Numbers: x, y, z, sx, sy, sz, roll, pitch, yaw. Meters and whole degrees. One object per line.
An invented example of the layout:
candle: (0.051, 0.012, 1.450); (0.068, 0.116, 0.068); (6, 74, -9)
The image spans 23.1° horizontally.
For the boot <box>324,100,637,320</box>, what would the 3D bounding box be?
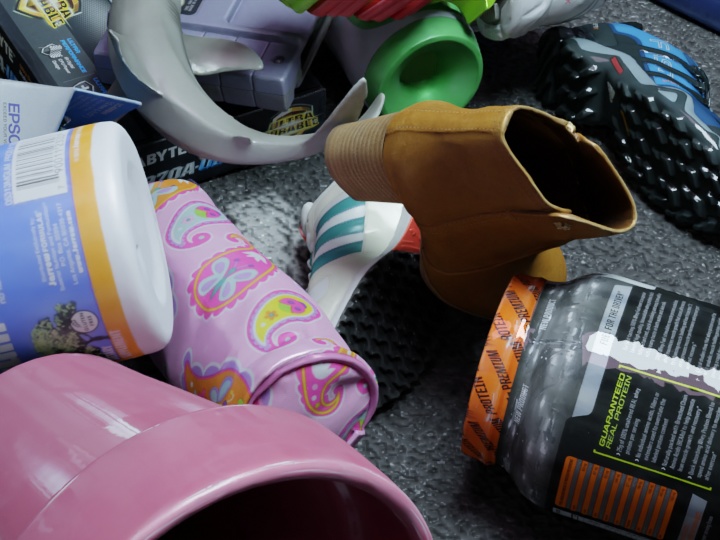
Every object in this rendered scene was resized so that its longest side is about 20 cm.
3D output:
boot: (0.087, -0.023, 0.906); (0.143, 0.201, 0.071); (4, 67, 47)

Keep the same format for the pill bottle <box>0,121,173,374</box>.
pill bottle: (-0.196, 0.005, 0.830); (0.198, 0.113, 0.113); (-13, 44, 2)

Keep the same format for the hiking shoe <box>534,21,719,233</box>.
hiking shoe: (0.196, -0.102, 1.102); (0.086, 0.075, 0.200); (-20, 49, -25)

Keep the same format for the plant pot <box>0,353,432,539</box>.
plant pot: (-0.096, 0.130, 0.748); (0.199, 0.202, 0.179); (-24, 35, -29)

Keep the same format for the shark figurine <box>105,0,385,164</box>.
shark figurine: (-0.094, -0.103, 0.957); (0.214, 0.090, 0.128); (38, 85, 32)

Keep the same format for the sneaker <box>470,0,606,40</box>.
sneaker: (0.107, -0.191, 1.159); (0.098, 0.079, 0.200); (-6, 20, -14)

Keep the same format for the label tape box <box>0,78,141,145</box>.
label tape box: (-0.234, -0.056, 0.936); (0.198, 0.143, 0.067); (6, 77, -33)

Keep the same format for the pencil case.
pencil case: (-0.069, 0.028, 0.900); (0.087, 0.088, 0.200); (-17, 35, -24)

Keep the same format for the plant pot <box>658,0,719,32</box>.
plant pot: (0.309, -0.283, 1.234); (0.199, 0.181, 0.200); (33, 48, 25)

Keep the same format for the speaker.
speaker: (0.005, -0.180, 1.154); (0.088, 0.089, 0.201); (-13, 46, -20)

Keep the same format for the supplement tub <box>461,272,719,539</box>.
supplement tub: (0.157, 0.076, 0.873); (0.198, 0.123, 0.123); (18, 44, 11)

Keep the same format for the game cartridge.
game cartridge: (-0.072, -0.183, 1.089); (0.128, 0.039, 0.201); (13, 51, 12)

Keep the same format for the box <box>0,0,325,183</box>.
box: (-0.137, -0.132, 1.112); (0.158, 0.046, 0.200); (-18, 49, -24)

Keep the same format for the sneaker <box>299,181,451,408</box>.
sneaker: (0.000, -0.001, 0.988); (0.093, 0.070, 0.201); (-6, 47, 42)

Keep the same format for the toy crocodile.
toy crocodile: (0.005, -0.169, 1.007); (0.199, 0.067, 0.062); (-10, 73, -54)
